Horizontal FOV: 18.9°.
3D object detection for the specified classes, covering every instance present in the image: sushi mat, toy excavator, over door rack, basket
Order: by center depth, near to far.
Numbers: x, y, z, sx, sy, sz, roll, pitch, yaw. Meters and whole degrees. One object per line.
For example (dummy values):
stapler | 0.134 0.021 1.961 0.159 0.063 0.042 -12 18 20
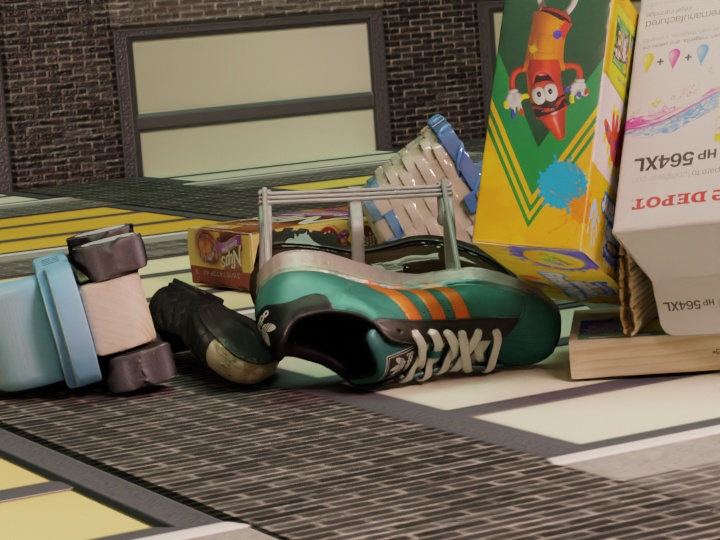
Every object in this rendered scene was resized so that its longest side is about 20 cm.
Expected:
sushi mat | 0.193 -0.020 1.403 0.012 0.096 0.200 2 8 19
toy excavator | -0.239 0.039 1.465 0.199 0.100 0.194 -14 7 -10
over door rack | 0.000 0.000 1.499 0.147 0.067 0.200 -3 25 -2
basket | 0.102 -0.073 1.843 0.200 0.139 0.176 -35 5 5

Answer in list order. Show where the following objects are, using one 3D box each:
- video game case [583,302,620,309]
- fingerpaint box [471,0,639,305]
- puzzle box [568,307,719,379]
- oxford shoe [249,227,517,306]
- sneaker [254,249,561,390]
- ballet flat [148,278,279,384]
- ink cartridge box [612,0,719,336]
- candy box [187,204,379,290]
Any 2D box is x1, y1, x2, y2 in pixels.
video game case | 0.260 -0.065 1.551 0.180 0.201 0.045 1 -22 32
fingerpaint box | 0.136 -0.077 1.362 0.073 0.168 0.200 5 -8 19
puzzle box | 0.233 0.041 1.384 0.199 0.026 0.133 -4 7 8
oxford shoe | 0.016 0.021 1.584 0.199 0.073 0.085 0 33 9
sneaker | 0.031 0.043 1.365 0.199 0.072 0.080 7 40 -7
ballet flat | -0.101 0.051 1.481 0.066 0.057 0.200 23 2 -21
ink cartridge box | 0.240 -0.064 1.309 0.128 0.201 0.125 -6 -30 30
candy box | -0.042 -0.023 1.959 0.199 0.057 0.116 -10 10 -33
